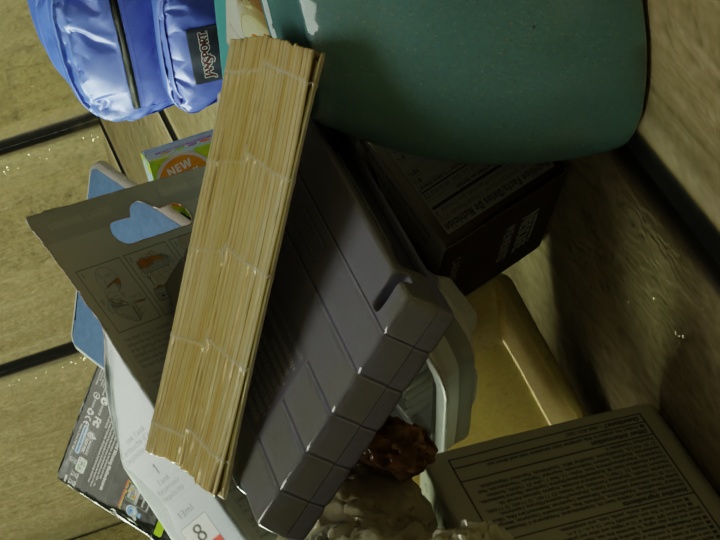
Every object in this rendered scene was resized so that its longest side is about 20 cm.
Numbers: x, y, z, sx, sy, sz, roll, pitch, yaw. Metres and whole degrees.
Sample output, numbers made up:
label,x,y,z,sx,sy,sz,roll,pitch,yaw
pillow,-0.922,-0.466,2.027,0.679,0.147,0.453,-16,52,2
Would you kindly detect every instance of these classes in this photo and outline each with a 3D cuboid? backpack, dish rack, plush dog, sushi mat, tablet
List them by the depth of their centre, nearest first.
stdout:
label,x,y,z,sx,sy,sz,roll,pitch,yaw
sushi mat,-0.057,-0.005,0.959,0.096,0.012,0.201,23,102,65
plush dog,-0.005,0.162,0.970,0.172,0.159,0.201,-75,-9,-59
dish rack,0.000,0.000,1.122,0.200,0.043,0.172,53,166,20
tablet,-0.109,0.029,1.286,0.200,0.014,0.131,32,123,40
backpack,-0.124,-0.194,1.473,0.168,0.199,0.163,-123,19,-53

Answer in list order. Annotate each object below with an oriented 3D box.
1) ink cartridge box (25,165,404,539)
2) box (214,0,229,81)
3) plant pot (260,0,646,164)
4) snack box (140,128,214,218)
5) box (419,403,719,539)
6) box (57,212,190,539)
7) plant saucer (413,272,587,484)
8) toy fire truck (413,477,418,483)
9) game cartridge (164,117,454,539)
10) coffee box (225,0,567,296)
label,x,y,z,sx,sy,sz,roll,pitch,yaw
ink cartridge box,-0.075,0.049,1.091,0.200,0.162,0.050,52,124,11
box,-0.044,-0.178,1.274,0.049,0.082,0.201,-22,68,41
plant pot,0.028,-0.133,0.981,0.200,0.134,0.201,163,90,-79
snack box,-0.037,-0.004,1.416,0.068,0.168,0.201,-144,36,-77
box,0.119,0.173,1.001,0.200,0.127,0.109,-120,23,-50
box,-0.078,0.095,1.361,0.048,0.192,0.201,-39,-25,-61
plant saucer,0.051,0.136,1.187,0.201,0.199,0.048,62,-164,18
toy fire truck,0.087,0.193,1.287,0.201,0.128,0.176,57,165,14
game cartridge,-0.029,0.016,0.971,0.130,0.038,0.200,-60,29,21
coffee box,0.014,-0.089,1.140,0.200,0.080,0.114,55,167,14
